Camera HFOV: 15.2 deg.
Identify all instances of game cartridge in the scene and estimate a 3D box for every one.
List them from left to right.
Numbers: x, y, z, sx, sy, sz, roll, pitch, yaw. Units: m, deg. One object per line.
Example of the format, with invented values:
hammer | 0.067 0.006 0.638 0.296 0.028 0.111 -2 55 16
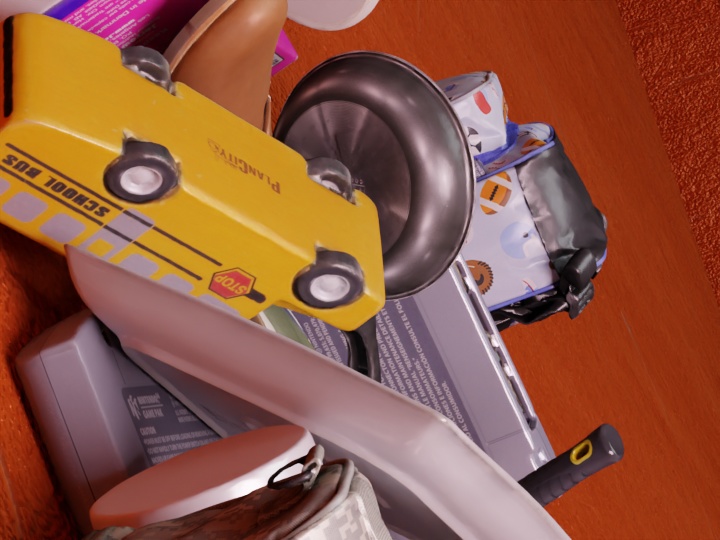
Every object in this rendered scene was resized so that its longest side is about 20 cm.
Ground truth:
game cartridge | -0.087 0.077 1.173 0.200 0.040 0.133 6 65 -76
game cartridge | 0.004 0.047 1.369 0.200 0.133 0.041 65 13 -9

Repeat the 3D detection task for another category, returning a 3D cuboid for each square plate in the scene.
square plate | -0.012 0.070 1.123 0.198 0.028 0.200 23 -14 32

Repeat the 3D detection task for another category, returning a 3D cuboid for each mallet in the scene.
mallet | 0.049 0.137 1.286 0.041 0.200 0.066 23 50 -39

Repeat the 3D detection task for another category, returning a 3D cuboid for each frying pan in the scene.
frying pan | -0.012 -0.010 1.238 0.115 0.190 0.031 36 28 26

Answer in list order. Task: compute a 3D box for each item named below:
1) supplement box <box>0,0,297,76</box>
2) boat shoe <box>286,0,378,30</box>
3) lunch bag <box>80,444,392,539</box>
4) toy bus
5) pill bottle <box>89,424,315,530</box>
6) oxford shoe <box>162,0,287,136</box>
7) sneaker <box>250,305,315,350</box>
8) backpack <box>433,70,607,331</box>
supplement box | -0.121 -0.131 1.220 0.101 0.103 0.200 60 9 17
boat shoe | -0.048 -0.199 1.271 0.200 0.075 0.093 55 16 5
lunch bag | -0.037 0.175 0.902 0.200 0.168 0.139 65 13 -8
toy bus | -0.081 -0.032 1.140 0.200 0.078 0.065 30 38 -36
pill bottle | -0.027 0.168 1.033 0.120 0.120 0.200 -54 125 -75
oxford shoe | -0.058 -0.060 1.208 0.071 0.071 0.200 42 -35 15
sneaker | -0.026 0.096 1.309 0.200 0.067 0.090 67 15 6
backpack | 0.027 -0.017 1.458 0.154 0.190 0.200 60 7 0
